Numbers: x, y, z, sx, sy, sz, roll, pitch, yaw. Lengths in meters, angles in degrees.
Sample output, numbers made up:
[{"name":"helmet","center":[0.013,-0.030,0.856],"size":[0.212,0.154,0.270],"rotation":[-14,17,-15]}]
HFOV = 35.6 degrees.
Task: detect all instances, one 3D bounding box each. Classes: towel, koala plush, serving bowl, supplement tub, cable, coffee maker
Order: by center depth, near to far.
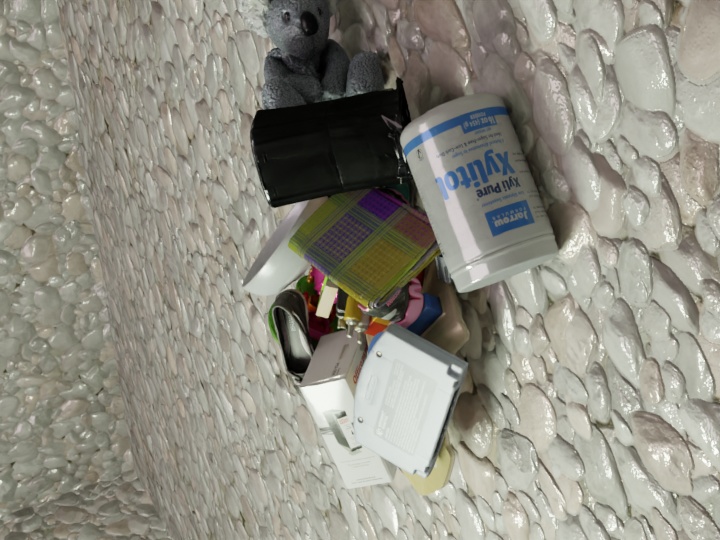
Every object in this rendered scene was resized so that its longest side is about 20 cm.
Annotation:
[{"name":"supplement tub","center":[0.136,-0.090,1.297],"size":[0.202,0.131,0.132],"rotation":[69,156,8]},{"name":"coffee maker","center":[-0.036,-0.161,1.422],"size":[0.192,0.198,0.136],"rotation":[-42,-59,-79]},{"name":"towel","center":[0.007,-0.037,1.448],"size":[0.200,0.144,0.023],"rotation":[34,162,42]},{"name":"cable","center":[0.000,0.000,1.551],"size":[0.097,0.050,0.202],"rotation":[34,-116,-77]},{"name":"koala plush","center":[-0.083,-0.319,1.592],"size":[0.184,0.176,0.202],"rotation":[-150,43,-74]},{"name":"serving bowl","center":[-0.104,-0.037,1.766],"size":[0.066,0.201,0.200],"rotation":[36,158,-9]}]

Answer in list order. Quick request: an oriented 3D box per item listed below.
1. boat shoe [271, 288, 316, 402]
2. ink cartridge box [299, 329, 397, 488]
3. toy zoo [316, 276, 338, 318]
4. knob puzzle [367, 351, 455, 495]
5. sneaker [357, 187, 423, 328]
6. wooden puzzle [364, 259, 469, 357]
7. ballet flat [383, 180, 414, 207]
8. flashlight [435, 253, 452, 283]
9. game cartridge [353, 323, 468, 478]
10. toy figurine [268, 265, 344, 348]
[{"name":"boat shoe","center":[-0.099,0.129,1.749],"size":[0.066,0.057,0.202],"rotation":[-7,108,24]},{"name":"ink cartridge box","center":[-0.007,0.209,1.733],"size":[0.147,0.082,0.201],"rotation":[-66,-42,-58]},{"name":"toy zoo","center":[-0.029,-0.045,1.642],"size":[0.131,0.020,0.202],"rotation":[112,171,-67]},{"name":"knob puzzle","center":[0.081,0.226,1.593],"size":[0.219,0.030,0.221],"rotation":[41,142,44]},{"name":"sneaker","center":[0.024,-0.024,1.485],"size":[0.079,0.095,0.202],"rotation":[-39,51,49]},{"name":"wooden puzzle","center":[0.057,0.059,1.536],"size":[0.185,0.046,0.201],"rotation":[-48,42,34]},{"name":"ballet flat","center":[0.048,-0.073,1.612],"size":[0.064,0.067,0.201],"rotation":[-92,5,-50]},{"name":"flashlight","center":[0.110,-0.085,1.438],"size":[0.068,0.067,0.202],"rotation":[25,127,58]},{"name":"game cartridge","center":[0.058,0.170,1.483],"size":[0.132,0.040,0.201],"rotation":[26,126,15]},{"name":"toy figurine","center":[-0.044,0.021,1.810],"size":[0.201,0.149,0.185],"rotation":[-77,15,-49]}]
